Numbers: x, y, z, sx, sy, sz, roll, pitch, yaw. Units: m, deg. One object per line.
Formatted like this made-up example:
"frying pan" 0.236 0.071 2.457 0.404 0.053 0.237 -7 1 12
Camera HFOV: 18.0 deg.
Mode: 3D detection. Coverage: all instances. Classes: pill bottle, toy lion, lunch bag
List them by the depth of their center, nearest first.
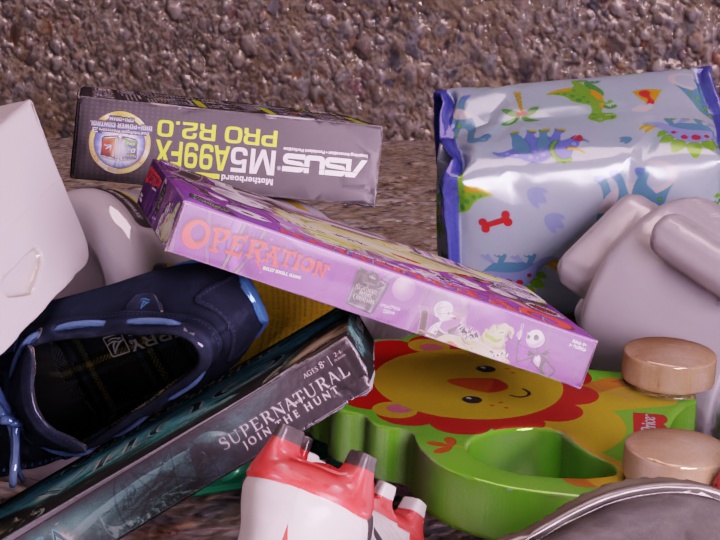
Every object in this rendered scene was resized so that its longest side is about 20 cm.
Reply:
"toy lion" 0.069 0.076 1.054 0.190 0.069 0.200 5 17 4
"pill bottle" -0.070 0.017 1.166 0.199 0.113 0.112 2 3 -42
"lunch bag" 0.129 -0.002 1.318 0.169 0.201 0.128 -3 36 1

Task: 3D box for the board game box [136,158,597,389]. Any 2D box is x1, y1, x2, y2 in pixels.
"board game box" 0.000 0.000 1.042 0.199 0.032 0.120 19 11 -15

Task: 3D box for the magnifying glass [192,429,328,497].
"magnifying glass" -0.071 0.097 1.150 0.199 0.022 0.080 -19 -19 -38

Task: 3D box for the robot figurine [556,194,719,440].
"robot figurine" 0.191 0.038 1.159 0.113 0.170 0.200 -45 51 -11

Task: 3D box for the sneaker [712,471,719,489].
"sneaker" 0.238 0.103 0.982 0.199 0.079 0.082 5 1 -22

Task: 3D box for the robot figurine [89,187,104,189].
"robot figurine" -0.121 0.023 1.305 0.199 0.145 0.117 -29 -2 22

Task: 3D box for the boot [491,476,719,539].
"boot" 0.086 0.132 0.787 0.181 0.073 0.200 -18 5 -11

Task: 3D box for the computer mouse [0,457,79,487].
"computer mouse" -0.176 0.093 1.172 0.199 0.044 0.110 -3 -23 -23

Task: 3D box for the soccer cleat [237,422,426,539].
"soccer cleat" -0.018 0.119 0.931 0.068 0.086 0.200 21 -10 10

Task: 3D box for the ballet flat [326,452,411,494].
"ballet flat" 0.063 0.080 1.207 0.199 0.070 0.071 -11 -2 -38

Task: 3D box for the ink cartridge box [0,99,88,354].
"ink cartridge box" -0.246 0.000 1.047 0.199 0.084 0.145 -11 21 20

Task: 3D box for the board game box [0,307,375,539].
"board game box" -0.084 0.081 1.007 0.199 0.028 0.135 -31 5 3

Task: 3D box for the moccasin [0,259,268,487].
"moccasin" -0.137 0.047 1.039 0.199 0.081 0.068 -30 10 30

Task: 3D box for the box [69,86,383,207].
"box" -0.078 -0.070 1.248 0.159 0.045 0.200 6 5 -8
